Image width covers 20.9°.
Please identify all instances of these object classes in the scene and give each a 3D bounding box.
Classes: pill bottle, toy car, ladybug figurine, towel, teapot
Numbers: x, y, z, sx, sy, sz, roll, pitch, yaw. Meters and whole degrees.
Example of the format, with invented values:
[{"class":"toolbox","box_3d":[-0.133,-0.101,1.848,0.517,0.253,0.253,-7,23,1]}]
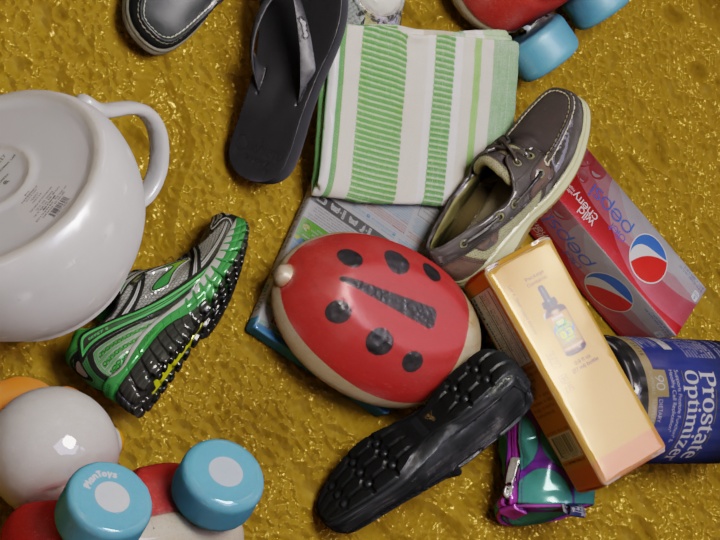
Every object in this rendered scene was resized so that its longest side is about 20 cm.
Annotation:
[{"class":"pill bottle","box_3d":[0.281,0.115,1.724,0.200,0.112,0.112,3,78,-33]},{"class":"toy car","box_3d":[-0.193,0.147,1.396,0.177,0.184,0.200,-9,56,-35]},{"class":"toy car","box_3d":[0.184,-0.296,1.690,0.177,0.200,0.185,-43,104,-33]},{"class":"ladybug figurine","box_3d":[0.019,0.037,1.570,0.200,0.072,0.136,20,69,-28]},{"class":"towel","box_3d":[0.048,-0.130,1.636,0.200,0.023,0.153,-1,98,-36]},{"class":"teapot","box_3d":[-0.231,-0.024,1.395,0.146,0.200,0.198,64,10,-49]}]

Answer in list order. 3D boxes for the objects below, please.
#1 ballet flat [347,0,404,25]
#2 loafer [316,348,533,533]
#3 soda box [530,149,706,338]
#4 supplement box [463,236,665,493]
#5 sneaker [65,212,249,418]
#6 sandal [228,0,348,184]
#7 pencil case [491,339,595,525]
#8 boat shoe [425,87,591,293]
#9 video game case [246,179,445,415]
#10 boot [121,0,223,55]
[{"class":"ballet flat","box_3d":[0.005,-0.275,1.656,0.072,0.072,0.201,-7,83,-34]},{"class":"loafer","box_3d":[0.055,0.146,1.559,0.200,0.068,0.070,-39,129,-2]},{"class":"soda box","box_3d":[0.215,-0.026,1.737,0.200,0.070,0.063,47,59,-16]},{"class":"supplement box","box_3d":[0.164,0.077,1.587,0.066,0.069,0.200,-27,88,-19]},{"class":"sneaker","box_3d":[-0.149,0.017,1.482,0.085,0.078,0.200,30,47,7]},{"class":"sandal","box_3d":[-0.059,-0.168,1.554,0.043,0.076,0.201,12,88,-63]},{"class":"pencil case","box_3d":[0.150,0.113,1.654,0.092,0.085,0.201,8,74,-44]},{"class":"boat shoe","box_3d":[0.125,-0.076,1.640,0.065,0.073,0.200,43,72,-44]},{"class":"video game case","box_3d":[0.000,0.000,1.621,0.143,0.018,0.200,35,62,-23]},{"class":"boot","box_3d":[-0.097,-0.268,1.533,0.073,0.154,0.204,43,59,-18]}]
